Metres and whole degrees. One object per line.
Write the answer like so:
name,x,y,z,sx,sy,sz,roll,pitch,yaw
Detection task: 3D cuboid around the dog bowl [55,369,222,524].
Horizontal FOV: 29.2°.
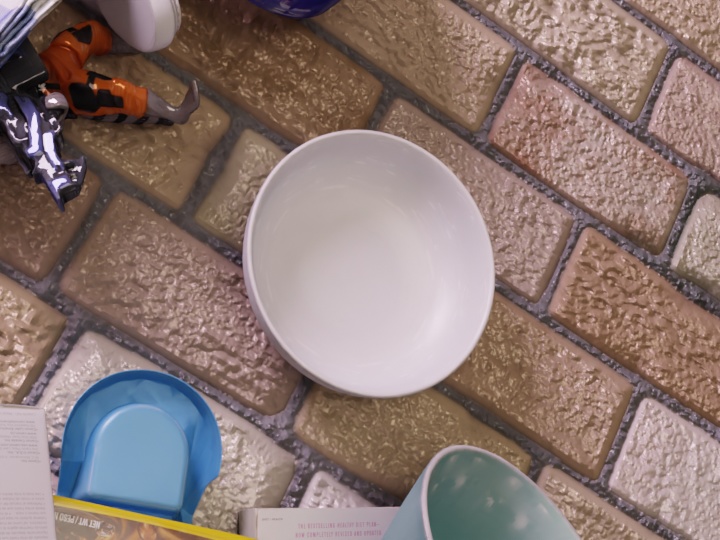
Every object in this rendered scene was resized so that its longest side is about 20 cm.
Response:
dog bowl,-0.160,0.170,0.939,0.111,0.050,0.202,12,72,-20

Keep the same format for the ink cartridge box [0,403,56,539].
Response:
ink cartridge box,-0.232,0.179,0.800,0.108,0.050,0.202,7,63,-38

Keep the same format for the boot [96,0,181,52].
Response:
boot,-0.153,-0.235,0.994,0.095,0.074,0.200,-17,53,-29

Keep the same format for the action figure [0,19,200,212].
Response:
action figure,-0.211,-0.104,0.959,0.192,0.105,0.201,-15,58,-20

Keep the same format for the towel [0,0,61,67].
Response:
towel,-0.227,-0.230,0.943,0.201,0.146,0.024,-52,143,-16

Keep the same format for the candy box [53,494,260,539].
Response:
candy box,-0.155,0.207,0.890,0.198,0.026,0.103,16,74,-18

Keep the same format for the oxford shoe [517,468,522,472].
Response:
oxford shoe,0.150,0.234,1.036,0.072,0.084,0.201,-26,86,-24

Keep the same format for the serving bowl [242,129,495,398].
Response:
serving bowl,0.000,0.000,1.040,0.198,0.066,0.202,6,75,-21

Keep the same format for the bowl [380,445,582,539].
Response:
bowl,0.078,0.231,0.935,0.200,0.105,0.202,36,29,-24

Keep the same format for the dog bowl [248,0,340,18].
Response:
dog bowl,-0.062,-0.293,1.034,0.199,0.079,0.201,30,43,-33

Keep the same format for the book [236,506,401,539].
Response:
book,-0.019,0.270,0.978,0.132,0.048,0.202,4,77,-23
